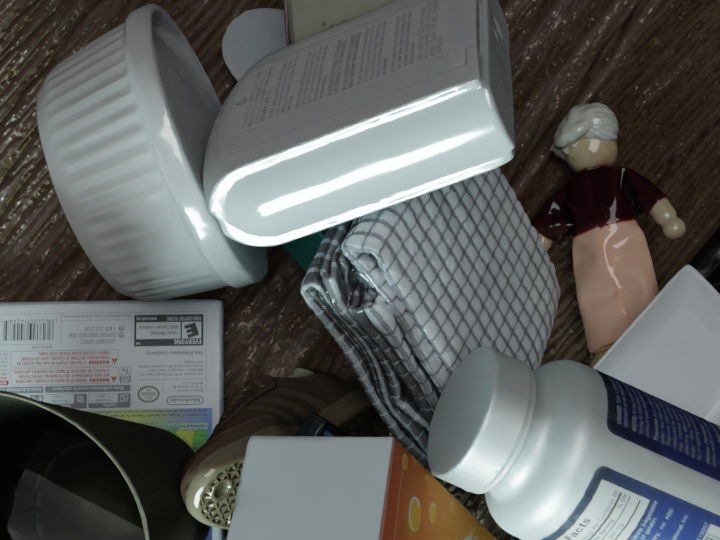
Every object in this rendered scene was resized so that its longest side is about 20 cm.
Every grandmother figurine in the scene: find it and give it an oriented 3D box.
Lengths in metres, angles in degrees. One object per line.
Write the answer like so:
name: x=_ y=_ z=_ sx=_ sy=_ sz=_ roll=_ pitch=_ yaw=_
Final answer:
grandmother figurine: x=0.180 y=-0.029 z=0.906 sx=0.120 sy=0.061 sz=0.202 roll=-11 pitch=75 yaw=17

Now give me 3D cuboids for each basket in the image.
basket: x=-0.175 y=0.152 z=0.762 sx=0.179 sy=0.200 sz=0.137 roll=23 pitch=87 yaw=15

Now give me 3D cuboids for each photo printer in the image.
photo printer: x=-0.004 y=-0.098 z=0.760 sx=0.198 sy=0.167 sz=0.070 roll=-19 pitch=122 yaw=17

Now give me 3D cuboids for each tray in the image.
tray: x=0.193 y=0.103 z=0.831 sx=0.107 sy=0.022 sz=0.200 roll=44 pitch=80 yaw=-2

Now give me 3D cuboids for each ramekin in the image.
ramekin: x=-0.144 y=-0.072 z=0.842 sx=0.093 sy=0.202 sz=0.204 roll=-20 pitch=82 yaw=7

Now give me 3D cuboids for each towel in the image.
towel: x=0.049 y=0.013 z=0.820 sx=0.201 sy=0.085 sz=0.166 roll=55 pitch=44 yaw=-29

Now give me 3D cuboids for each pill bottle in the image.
pill bottle: x=0.145 y=0.122 z=0.742 sx=0.198 sy=0.111 sz=0.112 roll=24 pitch=80 yaw=-15

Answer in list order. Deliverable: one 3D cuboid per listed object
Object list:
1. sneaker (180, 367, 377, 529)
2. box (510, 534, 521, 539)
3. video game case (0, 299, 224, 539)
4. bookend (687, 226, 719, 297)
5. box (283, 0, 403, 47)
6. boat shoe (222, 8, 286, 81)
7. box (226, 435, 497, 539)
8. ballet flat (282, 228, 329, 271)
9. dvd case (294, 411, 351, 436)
sneaker: x=-0.068 y=0.114 z=0.823 sx=0.075 sy=0.199 sz=0.071 roll=29 pitch=110 yaw=25
box: x=0.201 y=0.217 z=0.843 sx=0.198 sy=0.051 sz=0.159 roll=10 pitch=53 yaw=-1
video game case: x=-0.199 y=0.114 z=0.891 sx=0.198 sy=0.022 sz=0.185 roll=-1 pitch=81 yaw=-3
bookend: x=0.321 y=-0.030 z=0.843 sx=0.092 sy=0.199 sz=0.200 roll=41 pitch=83 yaw=5
box: x=0.005 y=-0.240 z=0.876 sx=0.126 sy=0.109 sz=0.202 roll=-4 pitch=55 yaw=-1
boat shoe: x=-0.016 y=-0.131 z=0.916 sx=0.199 sy=0.066 sz=0.072 roll=26 pitch=80 yaw=20
box: x=0.006 y=0.194 z=0.741 sx=0.097 sy=0.200 sz=0.126 roll=-4 pitch=61 yaw=25
ballet flat: x=0.000 y=0.000 z=0.902 sx=0.075 sy=0.068 sz=0.201 roll=-34 pitch=89 yaw=-29
dvd case: x=-0.056 y=0.199 z=0.820 sx=0.017 sy=0.143 sz=0.201 roll=28 pitch=82 yaw=27
